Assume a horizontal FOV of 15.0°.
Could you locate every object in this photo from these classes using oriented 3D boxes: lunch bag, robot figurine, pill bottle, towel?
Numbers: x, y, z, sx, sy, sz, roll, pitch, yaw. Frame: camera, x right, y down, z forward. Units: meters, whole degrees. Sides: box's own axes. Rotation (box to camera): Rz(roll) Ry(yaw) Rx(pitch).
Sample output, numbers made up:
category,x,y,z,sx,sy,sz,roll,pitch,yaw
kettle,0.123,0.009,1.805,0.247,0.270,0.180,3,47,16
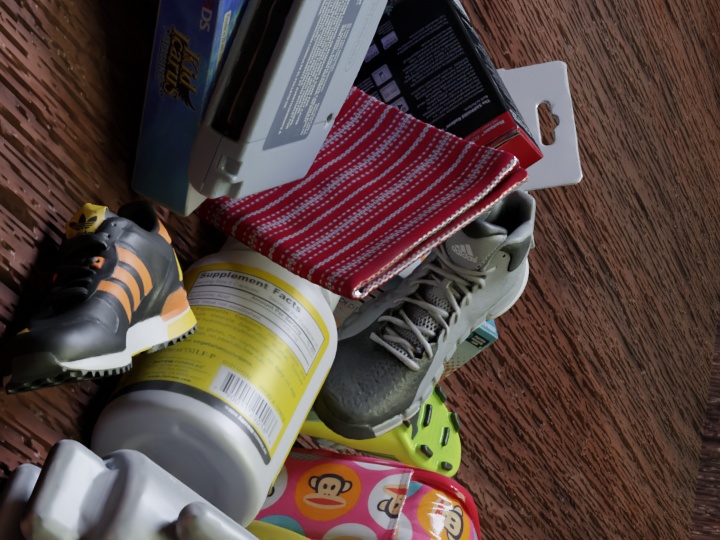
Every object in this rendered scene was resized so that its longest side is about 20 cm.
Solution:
category,x,y,z,sx,sy,sz,roll,pitch,yaw
lunch bag,-0.019,0.196,1.756,0.177,0.199,0.082,80,23,-46
robot figurine,-0.111,0.177,1.502,0.200,0.169,0.113,39,50,-22
pill bottle,-0.078,0.059,1.662,0.200,0.111,0.112,-62,152,-46
towel,-0.009,-0.053,1.671,0.144,0.200,0.023,-36,125,-20

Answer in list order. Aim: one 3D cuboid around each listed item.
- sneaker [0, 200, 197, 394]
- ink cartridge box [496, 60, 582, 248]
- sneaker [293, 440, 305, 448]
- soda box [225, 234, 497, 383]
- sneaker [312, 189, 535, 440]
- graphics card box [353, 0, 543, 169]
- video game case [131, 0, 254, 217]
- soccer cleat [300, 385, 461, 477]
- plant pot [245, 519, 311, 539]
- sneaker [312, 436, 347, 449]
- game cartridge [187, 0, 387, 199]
category,x,y,z,sx,sy,sz,roll,pitch,yaw
sneaker,-0.154,0.011,1.514,0.200,0.070,0.091,-26,105,-71
ink cartridge box,0.054,-0.067,1.886,0.068,0.199,0.116,71,12,-52
sneaker,-0.044,0.143,1.858,0.200,0.081,0.074,50,50,-64
soda box,0.000,0.000,1.817,0.200,0.068,0.064,32,32,-38
sneaker,0.044,0.012,1.718,0.200,0.075,0.116,-45,166,-34
graphics card box,0.024,-0.120,1.791,0.051,0.125,0.201,40,19,-54
video game case,-0.059,-0.158,1.633,0.181,0.045,0.201,-46,158,-44
soccer cleat,-0.011,0.090,1.826,0.200,0.083,0.065,31,51,-39
plant pot,-0.072,0.285,1.646,0.189,0.200,0.201,-55,148,-33
sneaker,-0.042,0.056,1.883,0.200,0.078,0.078,52,16,-58
game cartridge,-0.030,-0.141,1.604,0.201,0.041,0.133,-67,166,19
